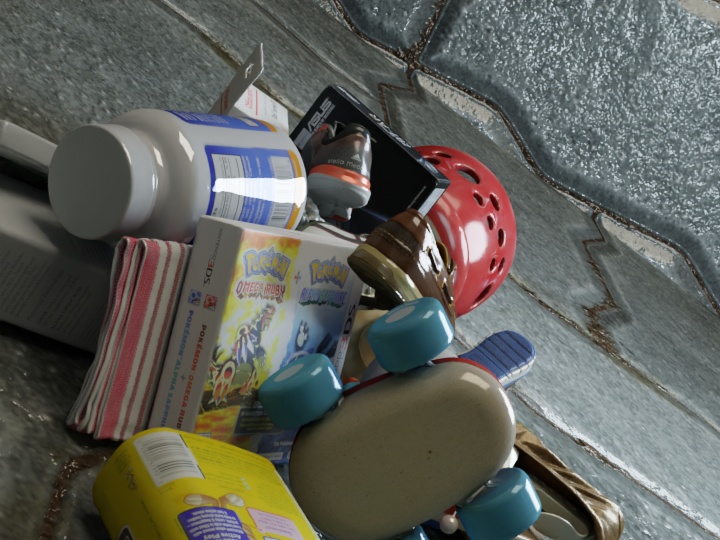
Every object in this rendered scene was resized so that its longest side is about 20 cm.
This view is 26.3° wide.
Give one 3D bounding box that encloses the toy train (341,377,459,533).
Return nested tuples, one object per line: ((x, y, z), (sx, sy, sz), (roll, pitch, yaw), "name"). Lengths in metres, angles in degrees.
((0.050, 0.138, 1.298), (0.199, 0.056, 0.150), (24, 30, 19), "toy train")

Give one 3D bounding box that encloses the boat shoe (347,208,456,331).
((0.050, 0.009, 1.245), (0.072, 0.068, 0.200), (36, -6, 23), "boat shoe")

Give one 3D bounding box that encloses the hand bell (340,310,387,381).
((0.025, 0.064, 1.394), (0.104, 0.104, 0.200), (40, -8, 7), "hand bell")

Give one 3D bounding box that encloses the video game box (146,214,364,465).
((-0.074, 0.058, 1.175), (0.047, 0.183, 0.200), (14, 3, 28), "video game box")

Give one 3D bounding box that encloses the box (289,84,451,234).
((-0.028, -0.066, 1.595), (0.160, 0.200, 0.043), (43, 15, 15), "box")

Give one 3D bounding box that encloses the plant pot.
((0.055, -0.027, 1.698), (0.200, 0.201, 0.182), (40, 24, 8), "plant pot")

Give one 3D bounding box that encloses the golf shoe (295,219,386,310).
((0.000, 0.000, 1.337), (0.088, 0.078, 0.200), (12, 8, 32), "golf shoe")

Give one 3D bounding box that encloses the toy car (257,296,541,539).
((0.028, 0.118, 1.210), (0.185, 0.176, 0.200), (62, 4, -11), "toy car")

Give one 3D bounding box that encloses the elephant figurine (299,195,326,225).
((-0.051, -0.004, 1.485), (0.155, 0.142, 0.200), (44, 17, 12), "elephant figurine")

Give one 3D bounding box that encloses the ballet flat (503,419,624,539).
((0.147, 0.190, 1.374), (0.200, 0.068, 0.072), (40, 31, 2), "ballet flat")

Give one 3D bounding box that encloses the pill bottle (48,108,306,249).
((-0.139, -0.065, 1.167), (0.112, 0.112, 0.200), (45, 24, 24), "pill bottle")

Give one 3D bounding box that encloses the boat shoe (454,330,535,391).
((0.101, 0.127, 1.562), (0.199, 0.073, 0.072), (-17, 50, -40), "boat shoe")

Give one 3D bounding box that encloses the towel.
((-0.132, 0.052, 1.145), (0.030, 0.147, 0.200), (18, 4, 28), "towel")

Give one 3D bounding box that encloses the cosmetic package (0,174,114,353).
((-0.262, -0.016, 1.141), (0.199, 0.074, 0.102), (23, 20, -39), "cosmetic package")

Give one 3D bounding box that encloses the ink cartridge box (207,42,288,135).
((-0.129, -0.114, 1.503), (0.067, 0.200, 0.117), (33, 16, -16), "ink cartridge box")

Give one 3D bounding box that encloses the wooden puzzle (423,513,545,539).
((0.073, 0.192, 1.391), (0.185, 0.046, 0.200), (27, 14, -37), "wooden puzzle")

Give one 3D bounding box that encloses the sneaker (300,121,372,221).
((-0.028, -0.099, 1.492), (0.077, 0.082, 0.200), (19, -9, -20), "sneaker")

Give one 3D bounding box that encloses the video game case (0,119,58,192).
((-0.278, -0.086, 1.219), (0.181, 0.024, 0.200), (11, -9, 33), "video game case")

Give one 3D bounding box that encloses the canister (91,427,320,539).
((-0.073, 0.197, 0.961), (0.148, 0.087, 0.200), (24, 19, -42), "canister")
